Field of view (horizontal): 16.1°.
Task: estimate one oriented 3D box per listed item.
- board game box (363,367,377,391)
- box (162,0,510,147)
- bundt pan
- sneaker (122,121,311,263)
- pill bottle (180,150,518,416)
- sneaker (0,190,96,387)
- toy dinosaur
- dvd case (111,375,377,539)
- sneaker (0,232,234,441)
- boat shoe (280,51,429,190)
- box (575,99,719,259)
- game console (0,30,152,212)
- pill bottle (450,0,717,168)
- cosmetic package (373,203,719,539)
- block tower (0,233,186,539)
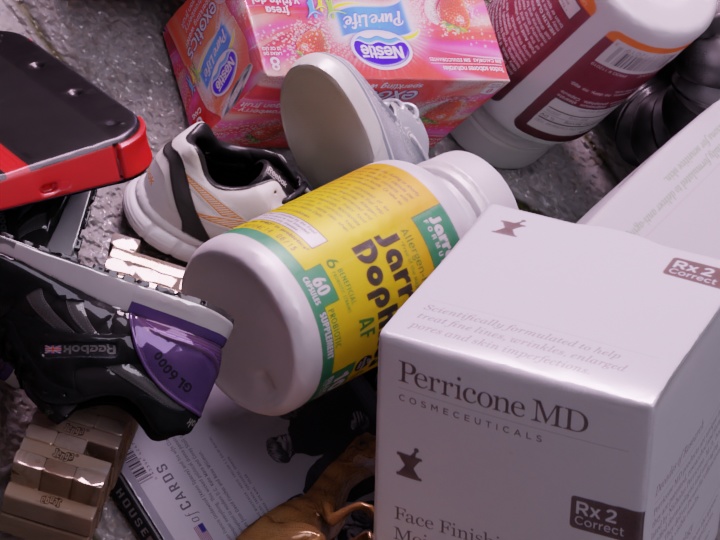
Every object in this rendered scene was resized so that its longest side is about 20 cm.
[{"bbox_3d":[0.123,0.096,1.611,0.200,0.200,0.062,57,46,-12],"label":"board game box"},{"bbox_3d":[-0.016,-0.144,1.695,0.200,0.103,0.095,-1,65,-36],"label":"box"},{"bbox_3d":[0.224,-0.155,1.803,0.076,0.202,0.202,-6,67,-28],"label":"bundt pan"},{"bbox_3d":[-0.047,-0.024,1.602,0.200,0.080,0.074,24,37,-17],"label":"sneaker"},{"bbox_3d":[0.000,0.000,1.529,0.200,0.113,0.113,-26,80,-37],"label":"pill bottle"},{"bbox_3d":[-0.210,-0.034,1.509,0.087,0.076,0.200,22,53,-15],"label":"sneaker"},{"bbox_3d":[-0.053,0.169,1.495,0.200,0.060,0.106,-29,71,-28],"label":"toy dinosaur"},{"bbox_3d":[-0.052,0.131,1.557,0.200,0.025,0.150,-27,80,-40],"label":"dvd case"},{"bbox_3d":[-0.176,0.036,1.411,0.200,0.076,0.088,18,79,-3],"label":"sneaker"},{"bbox_3d":[0.010,-0.073,1.640,0.072,0.070,0.201,-55,137,-32],"label":"boat shoe"},{"bbox_3d":[0.213,0.038,1.691,0.200,0.171,0.199,49,48,1],"label":"box"},{"bbox_3d":[-0.234,-0.080,1.469,0.177,0.031,0.200,-20,33,-28],"label":"game console"},{"bbox_3d":[0.143,-0.158,1.742,0.114,0.200,0.114,17,55,-26],"label":"pill bottle"},{"bbox_3d":[0.113,0.097,1.456,0.165,0.200,0.165,14,34,21],"label":"cosmetic package"},{"bbox_3d":[-0.151,0.069,1.485,0.058,0.054,0.200,17,46,0],"label":"block tower"}]
